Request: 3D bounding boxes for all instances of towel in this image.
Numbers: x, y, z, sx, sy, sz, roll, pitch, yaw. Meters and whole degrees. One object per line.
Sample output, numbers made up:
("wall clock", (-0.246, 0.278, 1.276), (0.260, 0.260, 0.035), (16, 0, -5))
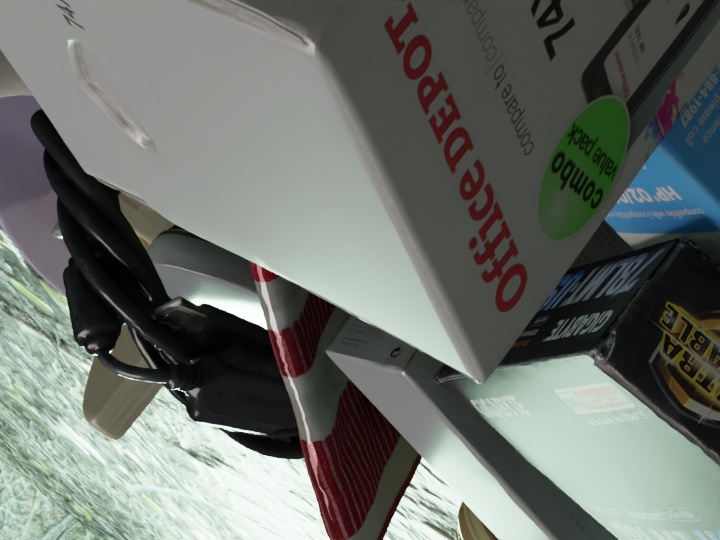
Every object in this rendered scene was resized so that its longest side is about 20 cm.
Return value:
("towel", (0.000, 0.000, 0.896), (0.023, 0.144, 0.201), (0, 124, 23))

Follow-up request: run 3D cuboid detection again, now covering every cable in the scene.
("cable", (-0.060, -0.002, 0.926), (0.200, 0.051, 0.164), (13, -138, -55))

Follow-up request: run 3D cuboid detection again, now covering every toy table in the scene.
("toy table", (-0.087, -0.018, 1.099), (0.200, 0.184, 0.117), (25, -171, -32))

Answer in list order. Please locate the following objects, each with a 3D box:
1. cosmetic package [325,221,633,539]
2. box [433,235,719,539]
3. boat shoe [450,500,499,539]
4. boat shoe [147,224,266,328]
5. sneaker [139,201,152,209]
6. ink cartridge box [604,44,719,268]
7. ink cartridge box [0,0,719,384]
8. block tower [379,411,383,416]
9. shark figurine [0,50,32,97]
("cosmetic package", (0.097, 0.037, 0.874), (0.052, 0.151, 0.200), (13, 150, 52))
("box", (0.129, 0.077, 0.703), (0.198, 0.050, 0.200), (39, 169, -6))
("boat shoe", (0.103, 0.128, 0.986), (0.200, 0.063, 0.074), (19, -134, -45))
("boat shoe", (-0.005, 0.007, 1.048), (0.199, 0.057, 0.069), (18, 163, -26))
("sneaker", (-0.005, -0.071, 0.783), (0.088, 0.199, 0.074), (56, 148, 41))
("ink cartridge box", (0.160, -0.014, 0.666), (0.200, 0.115, 0.068), (44, 163, -19))
("ink cartridge box", (0.013, -0.109, 0.568), (0.146, 0.200, 0.147), (27, 161, 31))
("block tower", (0.072, 0.047, 0.974), (0.054, 0.058, 0.200), (6, 176, 24))
("shark figurine", (-0.102, -0.156, 0.868), (0.089, 0.215, 0.128), (4, 138, -19))
